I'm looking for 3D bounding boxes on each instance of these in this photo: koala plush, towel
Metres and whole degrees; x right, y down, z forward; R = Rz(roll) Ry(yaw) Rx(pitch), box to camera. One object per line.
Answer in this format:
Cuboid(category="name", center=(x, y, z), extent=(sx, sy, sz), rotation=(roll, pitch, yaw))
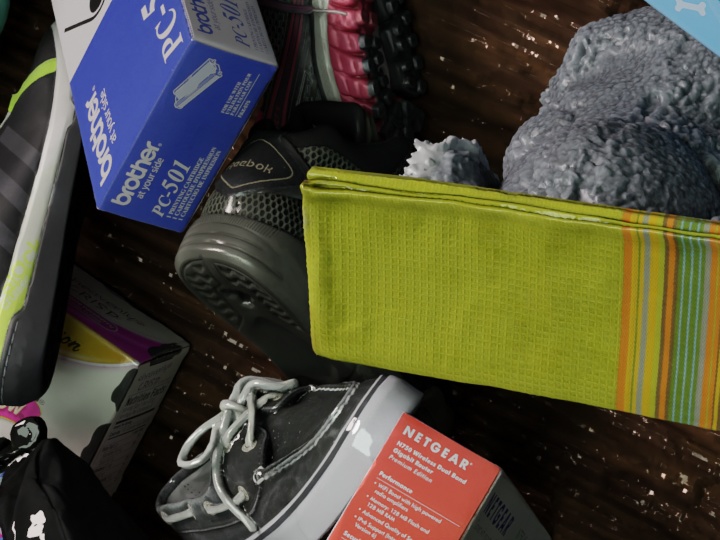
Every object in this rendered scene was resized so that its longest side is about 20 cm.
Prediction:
Cuboid(category="koala plush", center=(0.107, -0.018, 1.063), extent=(0.177, 0.200, 0.185), rotation=(17, 104, 20))
Cuboid(category="towel", center=(0.072, 0.014, 0.972), extent=(0.199, 0.018, 0.086), rotation=(9, 121, 20))

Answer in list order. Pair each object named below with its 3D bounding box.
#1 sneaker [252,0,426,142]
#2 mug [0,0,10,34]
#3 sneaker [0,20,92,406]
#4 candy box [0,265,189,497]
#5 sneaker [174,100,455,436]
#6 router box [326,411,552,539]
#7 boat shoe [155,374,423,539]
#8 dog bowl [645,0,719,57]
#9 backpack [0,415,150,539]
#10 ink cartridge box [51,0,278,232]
Cuboid(category="sneaker", center=(-0.030, -0.147, 1.167), extent=(0.074, 0.081, 0.201), rotation=(-7, 95, 25))
Cuboid(category="mug", center=(-0.250, -0.152, 1.218), extent=(0.185, 0.152, 0.114), rotation=(46, 108, 11))
Cuboid(category="sneaker", center=(-0.171, -0.032, 1.198), extent=(0.082, 0.072, 0.201), rotation=(8, 65, 1))
Cuboid(category="candy box", center=(-0.189, 0.087, 1.276), extent=(0.136, 0.061, 0.201), rotation=(32, 108, 14))
Cuboid(category="sneaker", center=(0.000, 0.000, 1.147), extent=(0.076, 0.199, 0.115), rotation=(6, 62, 37))
Cuboid(category="router box", center=(0.007, 0.165, 1.101), extent=(0.049, 0.200, 0.180), rotation=(29, 84, 16))
Cuboid(category="boat shoe", center=(-0.038, 0.081, 1.129), extent=(0.068, 0.074, 0.199), rotation=(40, 154, -4))
Cuboid(category="dog bowl", center=(0.182, -0.114, 1.072), extent=(0.200, 0.111, 0.050), rotation=(39, 124, 12))
Cuboid(category="backpack", center=(-0.181, 0.186, 1.189), extent=(0.200, 0.127, 0.167), rotation=(-31, 115, 12))
Cuboid(category="ink cartridge box", center=(-0.092, -0.117, 1.141), extent=(0.094, 0.044, 0.200), rotation=(-58, 32, 29))
